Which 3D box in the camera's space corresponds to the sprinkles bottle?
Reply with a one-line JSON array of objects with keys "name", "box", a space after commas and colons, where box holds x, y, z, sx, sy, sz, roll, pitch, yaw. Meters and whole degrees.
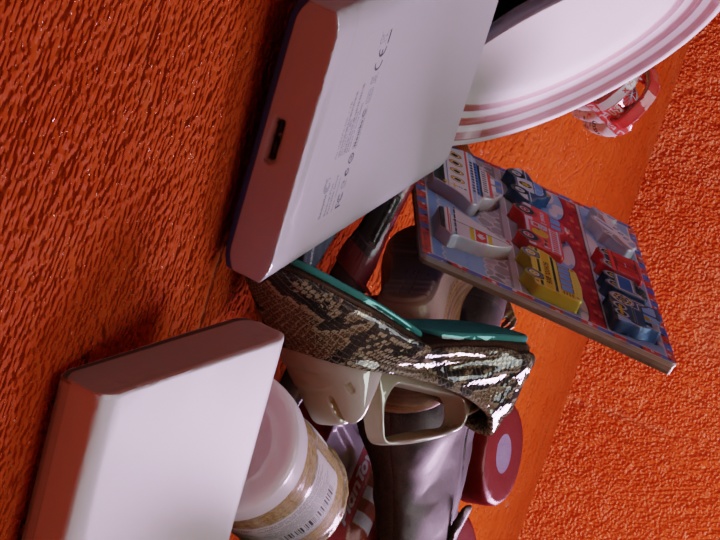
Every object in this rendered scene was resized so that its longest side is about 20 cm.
[{"name": "sprinkles bottle", "box": [-0.049, 0.094, 1.095, 0.200, 0.068, 0.068, 65, 45, -76]}]

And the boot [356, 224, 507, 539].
[{"name": "boot", "box": [0.041, 0.068, 1.298, 0.200, 0.072, 0.167, -43, 136, -65]}]

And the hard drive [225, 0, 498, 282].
[{"name": "hard drive", "box": [0.008, -0.084, 1.080, 0.200, 0.025, 0.132, -35, 146, -59]}]

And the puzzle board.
[{"name": "puzzle board", "box": [0.099, -0.018, 1.294, 0.017, 0.150, 0.200, -62, -169, 19]}]

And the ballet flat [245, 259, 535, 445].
[{"name": "ballet flat", "box": [0.013, 0.048, 1.133, 0.200, 0.068, 0.076, 19, 87, -47]}]

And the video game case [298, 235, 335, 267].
[{"name": "video game case", "box": [0.007, -0.102, 1.179, 0.200, 0.019, 0.143, -58, 164, -48]}]

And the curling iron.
[{"name": "curling iron", "box": [0.000, 0.000, 1.238, 0.200, 0.026, 0.050, -64, 168, 0]}]

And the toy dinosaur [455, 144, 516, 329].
[{"name": "toy dinosaur", "box": [0.079, -0.019, 1.424, 0.101, 0.200, 0.058, -39, 130, 3]}]

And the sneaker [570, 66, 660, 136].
[{"name": "sneaker", "box": [0.149, -0.143, 1.459, 0.067, 0.108, 0.201, -53, -177, -8]}]

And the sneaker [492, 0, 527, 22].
[{"name": "sneaker", "box": [0.069, -0.150, 1.329, 0.090, 0.070, 0.200, -39, 159, -28]}]

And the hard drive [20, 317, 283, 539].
[{"name": "hard drive", "box": [-0.097, 0.124, 0.937, 0.132, 0.026, 0.201, -17, 126, -59]}]

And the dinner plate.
[{"name": "dinner plate", "box": [0.115, -0.127, 1.290, 0.200, 0.200, 0.024, 61, 5, -76]}]

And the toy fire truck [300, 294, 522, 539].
[{"name": "toy fire truck", "box": [0.010, 0.103, 1.358, 0.200, 0.112, 0.168, -66, 150, -31]}]
